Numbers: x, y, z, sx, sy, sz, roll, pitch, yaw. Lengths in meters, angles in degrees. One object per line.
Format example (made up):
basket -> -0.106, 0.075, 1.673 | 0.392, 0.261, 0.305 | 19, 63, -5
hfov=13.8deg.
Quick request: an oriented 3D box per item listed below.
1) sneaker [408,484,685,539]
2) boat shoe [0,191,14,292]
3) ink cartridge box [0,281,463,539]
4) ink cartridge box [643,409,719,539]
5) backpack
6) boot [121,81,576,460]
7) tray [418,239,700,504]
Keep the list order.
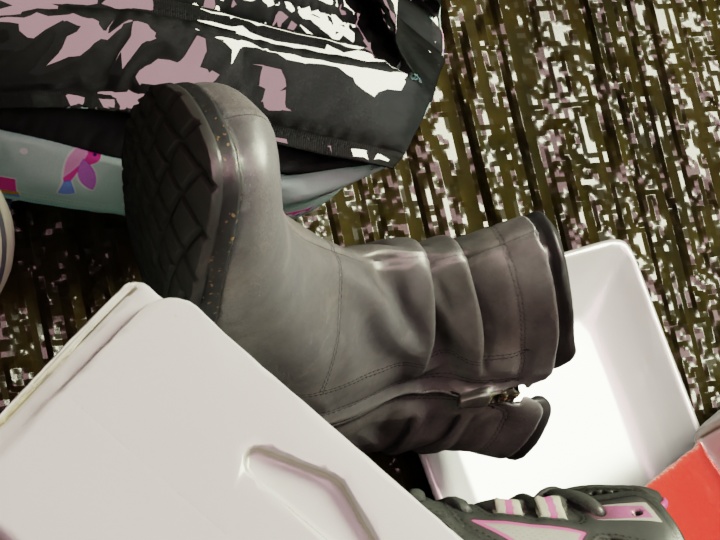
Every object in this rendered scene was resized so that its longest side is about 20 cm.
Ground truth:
sneaker -> 0.053, 0.096, 0.884 | 0.200, 0.080, 0.086 | 28, 75, 0
boat shoe -> -0.195, -0.020, 0.837 | 0.200, 0.075, 0.062 | 15, 21, 12
ink cartridge box -> -0.048, 0.113, 0.816 | 0.145, 0.200, 0.085 | 39, 60, 7
ink cartridge box -> 0.176, 0.129, 0.975 | 0.200, 0.045, 0.176 | 57, 28, 2
backpack -> -0.075, -0.089, 0.929 | 0.200, 0.127, 0.167 | 13, 82, -18
boot -> 0.000, 0.000, 0.888 | 0.132, 0.200, 0.070 | -12, 61, -11
tray -> 0.077, 0.095, 0.998 | 0.107, 0.022, 0.200 | -15, 79, -29
